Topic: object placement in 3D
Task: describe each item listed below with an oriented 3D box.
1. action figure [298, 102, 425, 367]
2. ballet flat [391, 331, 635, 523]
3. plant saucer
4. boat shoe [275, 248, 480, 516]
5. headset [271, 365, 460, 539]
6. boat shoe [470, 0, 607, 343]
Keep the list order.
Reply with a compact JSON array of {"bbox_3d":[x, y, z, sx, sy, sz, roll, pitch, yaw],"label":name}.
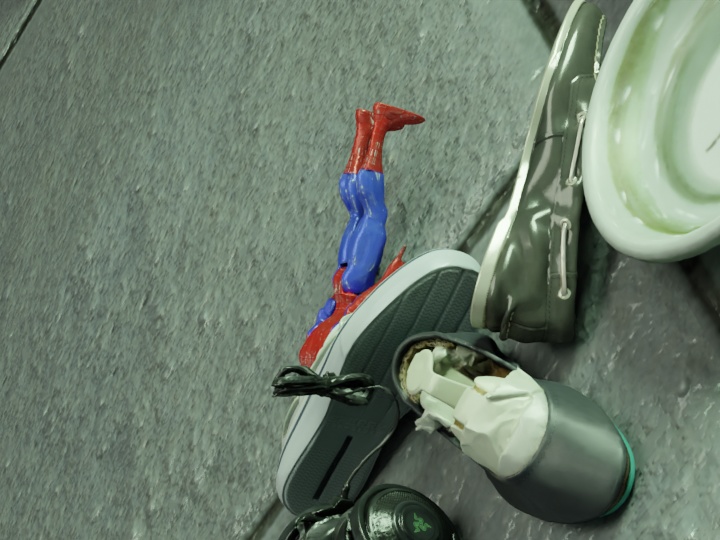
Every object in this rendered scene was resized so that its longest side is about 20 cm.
[{"bbox_3d":[0.000,0.000,1.345,0.065,0.052,0.201,-1,73,68],"label":"action figure"},{"bbox_3d":[0.068,0.076,1.132,0.073,0.073,0.200,-64,26,5],"label":"ballet flat"},{"bbox_3d":[0.188,-0.091,1.064,0.200,0.050,0.201,-43,34,38],"label":"plant saucer"},{"bbox_3d":[0.001,0.054,1.267,0.200,0.073,0.067,-54,31,25],"label":"boat shoe"},{"bbox_3d":[-0.010,0.153,1.185,0.123,0.094,0.201,-25,59,53],"label":"headset"},{"bbox_3d":[0.113,-0.051,1.182,0.067,0.057,0.201,80,-153,-70],"label":"boat shoe"}]
